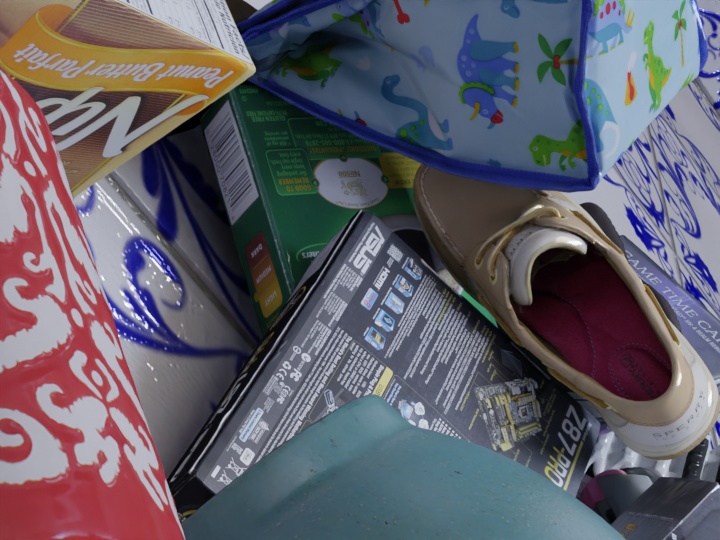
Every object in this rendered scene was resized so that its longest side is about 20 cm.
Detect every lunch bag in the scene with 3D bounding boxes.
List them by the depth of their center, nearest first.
[{"bbox_3d":[0.058,-0.132,0.847,0.170,0.198,0.129,-39,129,-50],"label":"lunch bag"}]

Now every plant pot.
[{"bbox_3d":[-0.001,0.129,0.559,0.135,0.200,0.200,51,18,12],"label":"plant pot"}]

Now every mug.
[{"bbox_3d":[-0.131,0.056,0.489,0.132,0.178,0.201,-1,48,-25],"label":"mug"}]

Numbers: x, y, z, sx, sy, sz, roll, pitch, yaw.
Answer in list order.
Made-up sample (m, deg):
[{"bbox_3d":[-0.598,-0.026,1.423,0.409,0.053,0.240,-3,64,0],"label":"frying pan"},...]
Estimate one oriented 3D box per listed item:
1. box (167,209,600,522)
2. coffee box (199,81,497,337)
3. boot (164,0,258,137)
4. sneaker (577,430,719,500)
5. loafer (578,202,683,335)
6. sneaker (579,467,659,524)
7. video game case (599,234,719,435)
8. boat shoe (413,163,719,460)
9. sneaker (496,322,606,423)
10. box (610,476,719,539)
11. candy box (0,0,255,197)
[{"bbox_3d":[0.015,0.086,0.732,0.161,0.049,0.201,40,39,-7],"label":"box"},{"bbox_3d":[0.000,0.000,0.850,0.122,0.044,0.202,-6,69,-36],"label":"coffee box"},{"bbox_3d":[-0.076,-0.138,0.909,0.097,0.074,0.200,57,28,4],"label":"boot"},{"bbox_3d":[0.142,0.123,1.001,0.198,0.082,0.075,23,37,16],"label":"sneaker"},{"bbox_3d":[0.134,0.035,0.968,0.201,0.070,0.074,-112,-167,-57],"label":"loafer"},{"bbox_3d":[0.177,0.176,0.948,0.201,0.094,0.080,78,0,-46],"label":"sneaker"},{"bbox_3d":[0.133,0.041,1.025,0.198,0.019,0.143,-12,43,-35],"label":"video game case"},{"bbox_3d":[0.092,0.001,0.794,0.200,0.074,0.069,45,-1,27],"label":"boat shoe"},{"bbox_3d":[0.098,-0.008,0.876,0.202,0.076,0.148,25,-61,58],"label":"sneaker"},{"bbox_3d":[0.162,0.231,0.838,0.158,0.048,0.201,-39,106,-27],"label":"box"},{"bbox_3d":[-0.141,-0.089,0.631,0.200,0.115,0.056,16,46,-62],"label":"candy box"}]
